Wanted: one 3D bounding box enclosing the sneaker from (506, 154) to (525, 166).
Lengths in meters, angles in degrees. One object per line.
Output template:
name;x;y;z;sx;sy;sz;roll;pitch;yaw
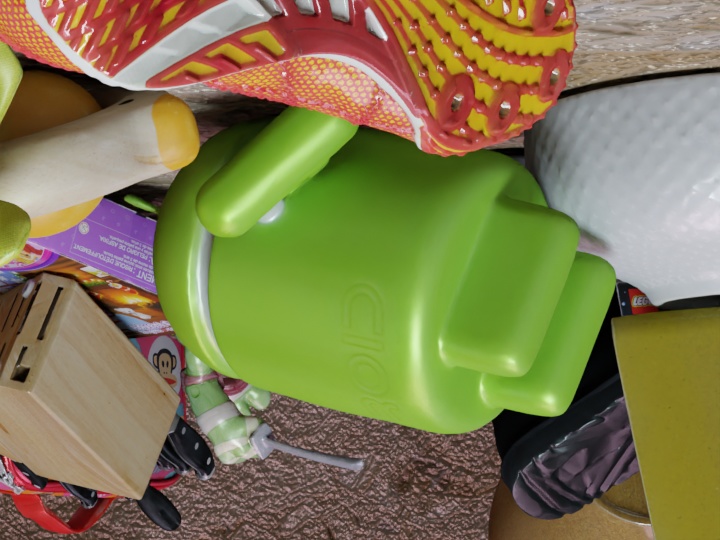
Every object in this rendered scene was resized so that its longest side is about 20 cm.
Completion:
sneaker;0.058;0.010;1.170;0.060;0.104;0.200;1;170;-16

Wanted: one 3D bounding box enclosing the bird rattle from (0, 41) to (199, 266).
bird rattle;-0.146;-0.030;0.867;0.163;0.113;0.200;-16;-177;-22

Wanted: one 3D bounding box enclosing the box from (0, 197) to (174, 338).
box;-0.172;-0.001;1.223;0.137;0.039;0.200;24;160;-36

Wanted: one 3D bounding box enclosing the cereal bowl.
cereal bowl;0.170;-0.028;0.984;0.200;0.083;0.200;-2;174;0

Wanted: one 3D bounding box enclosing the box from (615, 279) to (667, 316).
box;0.237;-0.009;1.113;0.200;0.038;0.137;-4;-159;24

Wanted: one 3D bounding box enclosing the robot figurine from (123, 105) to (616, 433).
robot figurine;0.000;0.000;0.960;0.200;0.116;0.175;12;163;32

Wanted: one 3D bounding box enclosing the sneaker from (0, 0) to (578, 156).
sneaker;-0.019;-0.079;0.636;0.200;0.073;0.077;10;-169;-41

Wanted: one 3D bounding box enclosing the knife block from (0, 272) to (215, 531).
knife block;-0.134;0.079;1.240;0.175;0.064;0.200;27;159;-20

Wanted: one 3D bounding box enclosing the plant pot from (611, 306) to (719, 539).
plant pot;0.230;0.116;1.026;0.176;0.200;0.200;-13;163;13

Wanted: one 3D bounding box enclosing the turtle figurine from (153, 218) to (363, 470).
turtle figurine;-0.038;0.046;1.349;0.200;0.144;0.194;3;172;0

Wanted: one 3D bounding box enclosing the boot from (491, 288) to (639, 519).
boot;0.137;0.021;1.246;0.200;0.168;0.076;-34;132;11

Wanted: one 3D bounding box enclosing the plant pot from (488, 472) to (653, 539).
plant pot;0.166;0.130;1.372;0.186;0.187;0.200;-1;158;4

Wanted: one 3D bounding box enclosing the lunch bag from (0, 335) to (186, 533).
lunch bag;-0.191;0.080;1.496;0.082;0.176;0.200;-4;174;29
